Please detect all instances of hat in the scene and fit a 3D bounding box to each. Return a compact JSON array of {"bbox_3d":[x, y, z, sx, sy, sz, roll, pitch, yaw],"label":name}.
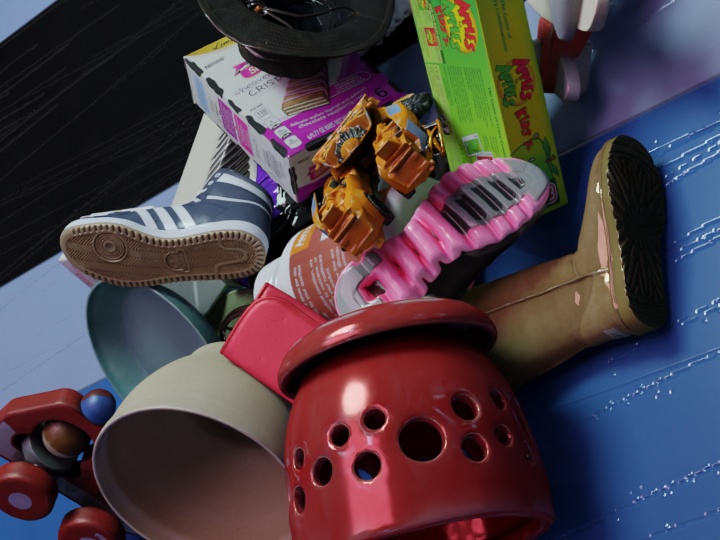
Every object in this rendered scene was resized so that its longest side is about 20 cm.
[{"bbox_3d":[-0.062,-0.231,1.668,0.201,0.199,0.081,-111,23,-43],"label":"hat"}]

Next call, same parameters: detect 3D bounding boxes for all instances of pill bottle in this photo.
[{"bbox_3d":[0.000,0.000,1.590,0.199,0.112,0.113,-25,53,41],"label":"pill bottle"}]

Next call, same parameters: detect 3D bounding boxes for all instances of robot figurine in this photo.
[{"bbox_3d":[0.007,-0.087,1.483,0.145,0.058,0.200,-50,16,11],"label":"robot figurine"}]

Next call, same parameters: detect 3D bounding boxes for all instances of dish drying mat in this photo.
[{"bbox_3d":[-0.023,0.092,1.543,0.199,0.018,0.077,33,88,15],"label":"dish drying mat"}]

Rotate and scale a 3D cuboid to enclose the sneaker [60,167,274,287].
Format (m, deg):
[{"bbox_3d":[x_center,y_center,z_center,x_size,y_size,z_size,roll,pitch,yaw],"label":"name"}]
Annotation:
[{"bbox_3d":[-0.177,-0.043,1.697,0.199,0.070,0.109,1,37,10],"label":"sneaker"}]

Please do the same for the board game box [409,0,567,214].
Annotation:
[{"bbox_3d":[0.105,-0.147,1.489,0.101,0.047,0.201,15,124,58],"label":"board game box"}]

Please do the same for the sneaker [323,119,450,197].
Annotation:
[{"bbox_3d":[0.050,-0.093,1.609,0.200,0.077,0.079,-37,44,31],"label":"sneaker"}]

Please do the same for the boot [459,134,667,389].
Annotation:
[{"bbox_3d":[0.149,0.000,1.447,0.200,0.066,0.176,-25,52,44],"label":"boot"}]

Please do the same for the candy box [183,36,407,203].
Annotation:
[{"bbox_3d":[-0.060,-0.164,1.708,0.136,0.061,0.200,-29,46,-20],"label":"candy box"}]

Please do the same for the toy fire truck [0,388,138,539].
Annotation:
[{"bbox_3d":[-0.258,0.181,1.750,0.168,0.200,0.112,-39,23,36],"label":"toy fire truck"}]

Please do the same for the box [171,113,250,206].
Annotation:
[{"bbox_3d":[-0.125,-0.114,1.833,0.068,0.082,0.201,10,81,52],"label":"box"}]

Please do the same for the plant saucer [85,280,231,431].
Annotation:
[{"bbox_3d":[-0.187,0.085,1.756,0.199,0.201,0.036,-8,24,49],"label":"plant saucer"}]

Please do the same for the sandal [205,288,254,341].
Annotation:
[{"bbox_3d":[-0.097,0.061,1.722,0.201,0.057,0.080,23,89,54],"label":"sandal"}]

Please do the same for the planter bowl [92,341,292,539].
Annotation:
[{"bbox_3d":[-0.126,0.150,1.621,0.200,0.200,0.135,-31,25,38],"label":"planter bowl"}]

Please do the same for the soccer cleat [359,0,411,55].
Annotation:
[{"bbox_3d":[0.021,-0.255,1.748,0.199,0.070,0.087,-6,81,53],"label":"soccer cleat"}]

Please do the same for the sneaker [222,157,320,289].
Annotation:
[{"bbox_3d":[-0.066,-0.072,1.756,0.099,0.069,0.201,14,86,46],"label":"sneaker"}]

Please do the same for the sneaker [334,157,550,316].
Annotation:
[{"bbox_3d":[0.073,-0.012,1.457,0.200,0.095,0.079,-36,59,5],"label":"sneaker"}]

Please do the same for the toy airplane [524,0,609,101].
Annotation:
[{"bbox_3d":[0.160,-0.242,1.496,0.200,0.140,0.200,-43,29,54],"label":"toy airplane"}]

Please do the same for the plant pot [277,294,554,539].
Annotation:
[{"bbox_3d":[0.032,0.132,1.380,0.200,0.200,0.184,-32,63,37],"label":"plant pot"}]

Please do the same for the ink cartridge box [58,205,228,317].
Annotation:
[{"bbox_3d":[-0.230,-0.002,1.844,0.067,0.117,0.200,-56,24,-19],"label":"ink cartridge box"}]
